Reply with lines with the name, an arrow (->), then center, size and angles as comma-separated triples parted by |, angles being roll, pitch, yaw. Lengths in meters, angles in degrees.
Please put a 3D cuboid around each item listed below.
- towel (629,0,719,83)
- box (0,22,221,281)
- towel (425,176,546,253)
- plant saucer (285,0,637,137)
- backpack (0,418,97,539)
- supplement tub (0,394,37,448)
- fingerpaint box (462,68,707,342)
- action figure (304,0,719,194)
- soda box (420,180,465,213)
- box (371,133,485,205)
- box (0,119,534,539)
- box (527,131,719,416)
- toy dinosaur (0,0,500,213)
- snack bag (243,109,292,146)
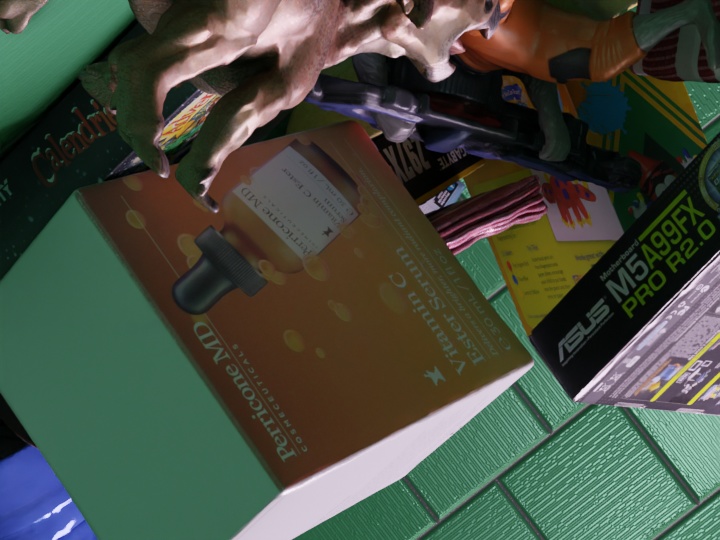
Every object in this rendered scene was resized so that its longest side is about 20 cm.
towel -> 0.174, -0.158, 0.784 | 0.200, 0.023, 0.145 | -145, -118, -78
box -> -0.073, -0.081, 0.736 | 0.200, 0.038, 0.137 | -39, 179, 29
towel -> 0.000, 0.000, 0.984 | 0.144, 0.023, 0.200 | -27, -175, -32
plant saucer -> 0.057, -0.128, 0.977 | 0.199, 0.049, 0.200 | -25, -175, 21
backpack -> -0.232, 0.157, 1.142 | 0.199, 0.168, 0.163 | -17, -161, 39
supplement tub -> -0.140, 0.034, 1.078 | 0.107, 0.107, 0.200 | -39, 174, 37
fingerpaint box -> 0.135, -0.048, 0.999 | 0.073, 0.168, 0.200 | -24, -177, -16
action figure -> 0.080, -0.106, 0.804 | 0.199, 0.105, 0.193 | 15, 160, -37
soda box -> -0.005, -0.058, 1.193 | 0.064, 0.068, 0.200 | -56, -160, -7
box -> -0.036, -0.030, 0.987 | 0.159, 0.050, 0.200 | -25, -176, 31
box -> -0.045, 0.035, 0.759 | 0.106, 0.153, 0.200 | -44, 167, 35
box -> 0.197, -0.012, 0.821 | 0.160, 0.044, 0.200 | 8, 130, -49
toy dinosaur -> -0.034, -0.098, 0.511 | 0.136, 0.086, 0.200 | -49, 162, 1
snack bag -> -0.103, -0.061, 0.990 | 0.200, 0.021, 0.188 | -39, 179, 30
